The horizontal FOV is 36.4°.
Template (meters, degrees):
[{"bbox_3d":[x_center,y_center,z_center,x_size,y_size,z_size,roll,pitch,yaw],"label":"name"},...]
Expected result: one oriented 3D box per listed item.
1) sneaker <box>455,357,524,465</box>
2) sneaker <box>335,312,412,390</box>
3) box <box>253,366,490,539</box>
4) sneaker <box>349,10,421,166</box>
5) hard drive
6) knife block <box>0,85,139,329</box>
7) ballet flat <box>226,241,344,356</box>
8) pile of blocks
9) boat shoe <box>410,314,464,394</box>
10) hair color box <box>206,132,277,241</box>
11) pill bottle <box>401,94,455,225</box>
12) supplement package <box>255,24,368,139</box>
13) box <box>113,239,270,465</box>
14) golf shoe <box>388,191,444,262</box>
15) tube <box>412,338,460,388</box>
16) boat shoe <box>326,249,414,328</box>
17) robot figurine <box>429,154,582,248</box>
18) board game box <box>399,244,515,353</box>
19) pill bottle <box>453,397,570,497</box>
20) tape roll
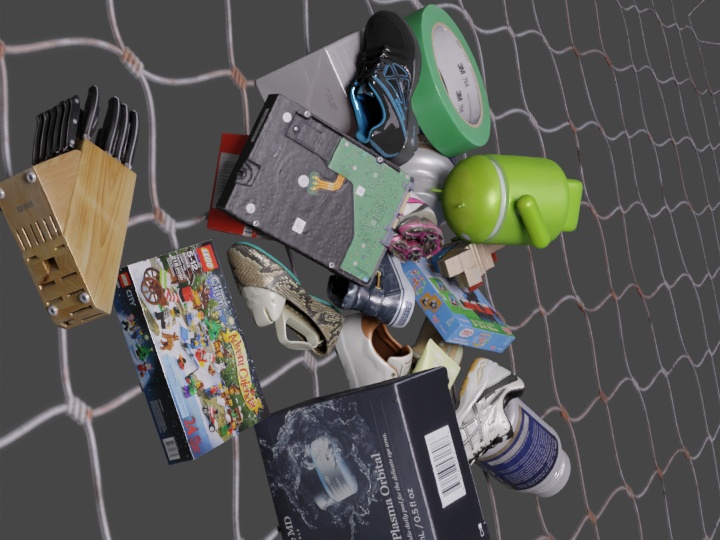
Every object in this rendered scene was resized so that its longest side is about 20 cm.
[{"bbox_3d":[0.156,0.216,1.447,0.076,0.087,0.202,79,35,-70],"label":"sneaker"},{"bbox_3d":[0.035,0.147,1.374,0.073,0.084,0.202,-40,110,-57],"label":"sneaker"},{"bbox_3d":[0.011,0.228,1.192,0.117,0.198,0.200,-9,83,-57],"label":"box"},{"bbox_3d":[0.028,-0.230,1.321,0.081,0.073,0.203,18,61,-49],"label":"sneaker"},{"bbox_3d":[-0.045,-0.085,1.208,0.198,0.038,0.141,28,84,-27],"label":"hard drive"},{"bbox_3d":[-0.255,-0.069,1.053,0.175,0.063,0.202,-35,105,-55],"label":"knife block"},{"bbox_3d":[-0.086,0.044,1.260,0.200,0.067,0.076,41,54,-45],"label":"ballet flat"},{"bbox_3d":[0.142,-0.007,1.495,0.200,0.081,0.063,-35,108,-63],"label":"pile of blocks"},{"bbox_3d":[0.091,0.124,1.485,0.076,0.071,0.202,33,49,-29],"label":"boat shoe"},{"bbox_3d":[-0.085,-0.089,1.287,0.199,0.063,0.113,6,94,-56],"label":"hair color box"},{"bbox_3d":[0.079,-0.157,1.536,0.111,0.110,0.202,41,39,-39],"label":"pill bottle"},{"bbox_3d":[-0.021,-0.237,1.428,0.200,0.119,0.123,-41,109,-54],"label":"supplement package"},{"bbox_3d":[-0.175,0.080,1.130,0.136,0.037,0.203,-23,95,-57],"label":"box"},{"bbox_3d":[0.015,-0.077,1.333,0.199,0.072,0.093,22,38,-43],"label":"golf shoe"},{"bbox_3d":[0.060,0.188,1.346,0.202,0.051,0.058,-61,174,-17],"label":"tube"},{"bbox_3d":[0.000,0.000,1.358,0.090,0.072,0.201,18,16,-20],"label":"boat shoe"},{"bbox_3d":[0.193,-0.092,1.441,0.197,0.175,0.118,1,107,-26],"label":"robot figurine"},{"bbox_3d":[0.111,0.022,1.503,0.150,0.037,0.201,15,33,-53],"label":"board game box"},{"bbox_3d":[0.222,0.252,1.580,0.200,0.110,0.112,41,45,-39],"label":"pill bottle"},{"bbox_3d":[0.113,-0.257,1.489,0.200,0.048,0.203,42,38,-44],"label":"tape roll"}]
